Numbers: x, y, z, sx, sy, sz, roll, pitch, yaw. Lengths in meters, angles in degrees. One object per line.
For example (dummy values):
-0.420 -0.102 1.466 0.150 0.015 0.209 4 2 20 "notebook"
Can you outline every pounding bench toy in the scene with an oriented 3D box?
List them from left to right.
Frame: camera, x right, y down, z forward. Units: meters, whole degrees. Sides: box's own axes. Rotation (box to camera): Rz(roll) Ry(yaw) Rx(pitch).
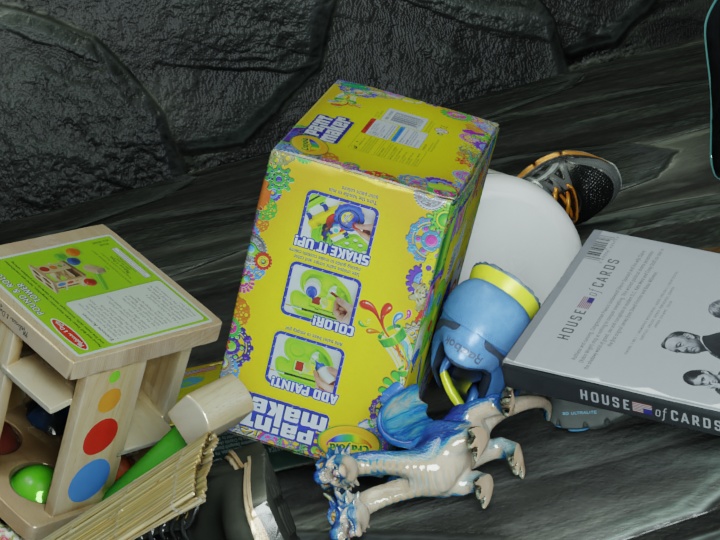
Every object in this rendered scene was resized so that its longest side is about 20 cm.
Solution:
-0.165 0.096 1.408 0.200 0.157 0.124 37 33 32 "pounding bench toy"

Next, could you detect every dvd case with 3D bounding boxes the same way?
0.206 0.040 1.345 0.199 0.025 0.150 12 39 26 "dvd case"

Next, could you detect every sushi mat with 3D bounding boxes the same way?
-0.167 0.160 1.269 0.199 0.012 0.096 -33 15 14 "sushi mat"

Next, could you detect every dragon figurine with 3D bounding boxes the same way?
0.045 0.105 1.360 0.099 0.059 0.200 -1 20 28 "dragon figurine"

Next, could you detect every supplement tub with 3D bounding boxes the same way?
0.082 -0.010 1.739 0.144 0.146 0.200 -15 10 -9 "supplement tub"

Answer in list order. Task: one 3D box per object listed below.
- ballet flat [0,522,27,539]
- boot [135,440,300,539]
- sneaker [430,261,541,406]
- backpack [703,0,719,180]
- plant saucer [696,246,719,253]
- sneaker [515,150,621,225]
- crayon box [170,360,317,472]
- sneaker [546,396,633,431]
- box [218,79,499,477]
-0.298 0.178 1.416 0.199 0.064 0.076 -10 9 13 "ballet flat"
-0.105 0.160 1.275 0.138 0.078 0.200 -20 0 -5 "boot"
0.073 0.062 1.471 0.079 0.066 0.200 -56 -11 -16 "sneaker"
0.427 -0.194 2.163 0.153 0.201 0.175 -20 11 -37 "backpack"
0.237 0.017 1.728 0.199 0.030 0.200 -12 10 2 "plant saucer"
0.163 -0.056 2.145 0.199 0.079 0.077 -18 23 -9 "sneaker"
-0.089 0.103 1.601 0.126 0.051 0.200 -12 10 5 "crayon box"
0.205 0.051 1.407 0.199 0.082 0.073 -8 9 21 "sneaker"
0.000 0.000 1.467 0.121 0.194 0.200 16 19 7 "box"
